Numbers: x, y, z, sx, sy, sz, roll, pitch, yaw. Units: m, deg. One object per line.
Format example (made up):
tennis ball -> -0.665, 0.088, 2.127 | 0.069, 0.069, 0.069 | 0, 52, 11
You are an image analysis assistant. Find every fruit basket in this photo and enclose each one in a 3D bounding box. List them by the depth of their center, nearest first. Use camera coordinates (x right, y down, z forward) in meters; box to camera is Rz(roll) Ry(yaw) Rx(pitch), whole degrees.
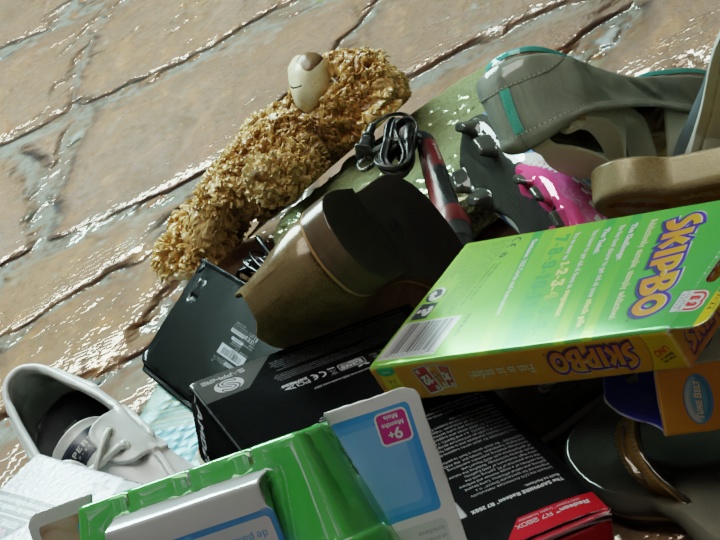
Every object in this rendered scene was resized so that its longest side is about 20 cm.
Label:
fruit basket -> -0.031, 0.168, 1.029 | 0.185, 0.200, 0.094 | -19, -10, 20

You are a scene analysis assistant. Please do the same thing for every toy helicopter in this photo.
toy helicopter -> 0.211, -0.051, 1.231 | 0.200, 0.132, 0.079 | -9, 72, 24

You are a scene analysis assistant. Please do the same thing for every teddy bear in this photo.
teddy bear -> -0.060, -0.070, 1.573 | 0.200, 0.067, 0.145 | -39, 5, 36

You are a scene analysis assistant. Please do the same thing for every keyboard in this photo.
keyboard -> -0.052, 0.045, 1.423 | 0.104, 0.040, 0.200 | -57, 30, -2

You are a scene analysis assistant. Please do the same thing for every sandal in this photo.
sandal -> 0.146, 0.083, 1.129 | 0.082, 0.055, 0.200 | -34, 19, -6

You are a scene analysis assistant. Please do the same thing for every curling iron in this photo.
curling iron -> 0.042, -0.018, 1.413 | 0.050, 0.026, 0.200 | -13, 47, -10

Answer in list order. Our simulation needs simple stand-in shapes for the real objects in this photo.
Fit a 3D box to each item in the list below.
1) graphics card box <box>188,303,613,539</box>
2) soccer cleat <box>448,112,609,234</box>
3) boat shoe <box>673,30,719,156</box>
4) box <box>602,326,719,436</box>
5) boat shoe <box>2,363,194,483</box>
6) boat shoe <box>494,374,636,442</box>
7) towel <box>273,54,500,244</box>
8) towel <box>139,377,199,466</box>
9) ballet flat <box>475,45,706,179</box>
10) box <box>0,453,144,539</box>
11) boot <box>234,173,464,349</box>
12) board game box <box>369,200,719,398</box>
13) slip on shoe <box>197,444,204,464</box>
graphics card box -> 0.015, 0.098, 1.174 | 0.125, 0.051, 0.200 | -21, 37, -19
soccer cleat -> 0.118, -0.035, 1.366 | 0.086, 0.070, 0.200 | -5, 32, -19
boat shoe -> 0.205, -0.105, 1.274 | 0.073, 0.200, 0.062 | 13, 43, -7
box -> 0.205, 0.019, 1.127 | 0.200, 0.042, 0.119 | -6, 27, 7
boat shoe -> -0.138, 0.110, 1.361 | 0.074, 0.065, 0.200 | -52, 39, -7
boat shoe -> 0.111, 0.034, 1.245 | 0.200, 0.057, 0.067 | -28, 17, 17
towel -> 0.052, -0.056, 1.515 | 0.200, 0.037, 0.148 | -37, 26, -12
towel -> -0.045, 0.072, 1.412 | 0.200, 0.022, 0.147 | -12, 32, 33
ballet flat -> 0.135, -0.075, 1.343 | 0.067, 0.064, 0.200 | -30, -22, 36
box -> -0.122, 0.177, 1.197 | 0.132, 0.115, 0.200 | -44, 28, -24
boot -> 0.000, 0.000, 1.291 | 0.075, 0.074, 0.200 | -38, -15, 20
board game box -> 0.101, 0.012, 1.137 | 0.200, 0.030, 0.096 | -13, 30, 47
slip on shoe -> -0.020, 0.137, 1.228 | 0.074, 0.061, 0.200 | -13, 30, -26
